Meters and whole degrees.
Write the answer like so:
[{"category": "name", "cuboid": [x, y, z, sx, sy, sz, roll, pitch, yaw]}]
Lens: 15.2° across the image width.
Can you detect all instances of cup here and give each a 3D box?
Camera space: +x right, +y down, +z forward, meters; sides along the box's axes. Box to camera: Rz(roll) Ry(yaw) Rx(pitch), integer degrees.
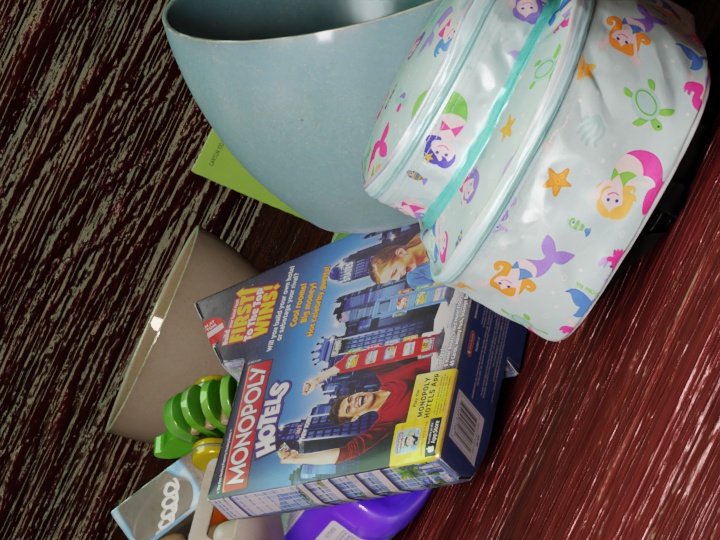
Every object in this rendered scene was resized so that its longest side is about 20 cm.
[{"category": "cup", "cuboid": [-0.123, 0.081, 2.405, 0.201, 0.143, 0.200, -63, 7, 14]}]

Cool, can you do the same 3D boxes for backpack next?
[{"category": "backpack", "cuboid": [0.089, -0.066, 1.316, 0.178, 0.150, 0.200, -60, 13, 15]}]

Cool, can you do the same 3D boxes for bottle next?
[{"category": "bottle", "cuboid": [-0.013, 0.150, 1.636, 0.084, 0.065, 0.200, -54, 0, -31]}]

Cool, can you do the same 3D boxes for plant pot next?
[{"category": "plant pot", "cuboid": [0.002, -0.100, 1.487, 0.200, 0.199, 0.135, -82, -19, -67]}]

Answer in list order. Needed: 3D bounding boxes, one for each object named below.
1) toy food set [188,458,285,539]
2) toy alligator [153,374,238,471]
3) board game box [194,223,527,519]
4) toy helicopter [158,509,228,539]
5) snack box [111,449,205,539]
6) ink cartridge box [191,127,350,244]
[{"category": "toy food set", "cuboid": [-0.074, 0.230, 1.565, 0.144, 0.060, 0.201, -80, -17, -66]}, {"category": "toy alligator", "cuboid": [-0.061, 0.083, 1.742, 0.199, 0.054, 0.060, -17, 55, 26]}, {"category": "board game box", "cuboid": [-0.010, 0.056, 1.513, 0.199, 0.062, 0.201, -13, 45, 31]}, {"category": "toy helicopter", "cuboid": [-0.076, 0.172, 1.756, 0.132, 0.079, 0.200, -42, -16, 31]}, {"category": "snack box", "cuboid": [-0.069, 0.116, 1.843, 0.200, 0.037, 0.116, -38, -8, 9]}, {"category": "ink cartridge box", "cuboid": [-0.002, -0.034, 1.629, 0.148, 0.199, 0.076, 122, 170, -51]}]
